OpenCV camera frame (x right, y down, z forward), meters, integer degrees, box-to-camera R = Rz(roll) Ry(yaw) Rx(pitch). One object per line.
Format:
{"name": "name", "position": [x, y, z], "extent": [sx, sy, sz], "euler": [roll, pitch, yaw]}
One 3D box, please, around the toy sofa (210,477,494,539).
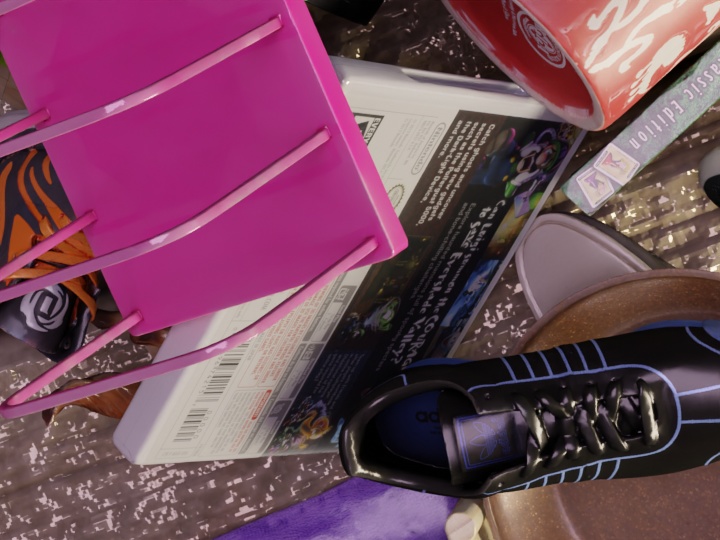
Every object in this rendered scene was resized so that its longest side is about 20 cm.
{"name": "toy sofa", "position": [-0.029, 0.159, 1.084], "extent": [0.200, 0.083, 0.098], "euler": [-23, 90, 9]}

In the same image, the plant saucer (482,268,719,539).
{"name": "plant saucer", "position": [0.153, 0.093, 1.032], "extent": [0.200, 0.037, 0.201], "euler": [6, 105, 23]}

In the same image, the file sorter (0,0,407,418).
{"name": "file sorter", "position": [-0.103, -0.061, 0.855], "extent": [0.139, 0.125, 0.200], "euler": [-17, 102, 34]}

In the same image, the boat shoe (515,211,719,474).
{"name": "boat shoe", "position": [0.156, 0.045, 1.071], "extent": [0.200, 0.057, 0.067], "euler": [43, 116, 9]}

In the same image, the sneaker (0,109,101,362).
{"name": "sneaker", "position": [-0.109, -0.016, 0.996], "extent": [0.200, 0.078, 0.112], "euler": [-9, 56, 48]}

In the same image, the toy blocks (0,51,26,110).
{"name": "toy blocks", "position": [-0.105, -0.103, 1.039], "extent": [0.137, 0.200, 0.100], "euler": [31, 66, -4]}

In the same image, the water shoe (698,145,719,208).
{"name": "water shoe", "position": [0.221, 0.000, 1.004], "extent": [0.200, 0.071, 0.079], "euler": [23, 89, 41]}

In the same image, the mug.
{"name": "mug", "position": [0.143, -0.152, 0.973], "extent": [0.200, 0.133, 0.178], "euler": [-45, 129, -8]}

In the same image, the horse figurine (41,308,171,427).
{"name": "horse figurine", "position": [-0.059, 0.014, 1.080], "extent": [0.200, 0.133, 0.050], "euler": [-37, 45, 9]}

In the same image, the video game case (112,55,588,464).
{"name": "video game case", "position": [0.000, 0.000, 1.008], "extent": [0.023, 0.182, 0.200], "euler": [44, 115, 32]}

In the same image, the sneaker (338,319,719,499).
{"name": "sneaker", "position": [0.086, 0.067, 0.991], "extent": [0.200, 0.078, 0.070], "euler": [-9, 100, 26]}

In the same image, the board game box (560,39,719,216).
{"name": "board game box", "position": [0.174, -0.102, 1.019], "extent": [0.200, 0.105, 0.023], "euler": [-43, 85, 15]}

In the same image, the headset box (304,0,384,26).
{"name": "headset box", "position": [-0.005, -0.209, 1.004], "extent": [0.093, 0.200, 0.174], "euler": [33, 96, 7]}
